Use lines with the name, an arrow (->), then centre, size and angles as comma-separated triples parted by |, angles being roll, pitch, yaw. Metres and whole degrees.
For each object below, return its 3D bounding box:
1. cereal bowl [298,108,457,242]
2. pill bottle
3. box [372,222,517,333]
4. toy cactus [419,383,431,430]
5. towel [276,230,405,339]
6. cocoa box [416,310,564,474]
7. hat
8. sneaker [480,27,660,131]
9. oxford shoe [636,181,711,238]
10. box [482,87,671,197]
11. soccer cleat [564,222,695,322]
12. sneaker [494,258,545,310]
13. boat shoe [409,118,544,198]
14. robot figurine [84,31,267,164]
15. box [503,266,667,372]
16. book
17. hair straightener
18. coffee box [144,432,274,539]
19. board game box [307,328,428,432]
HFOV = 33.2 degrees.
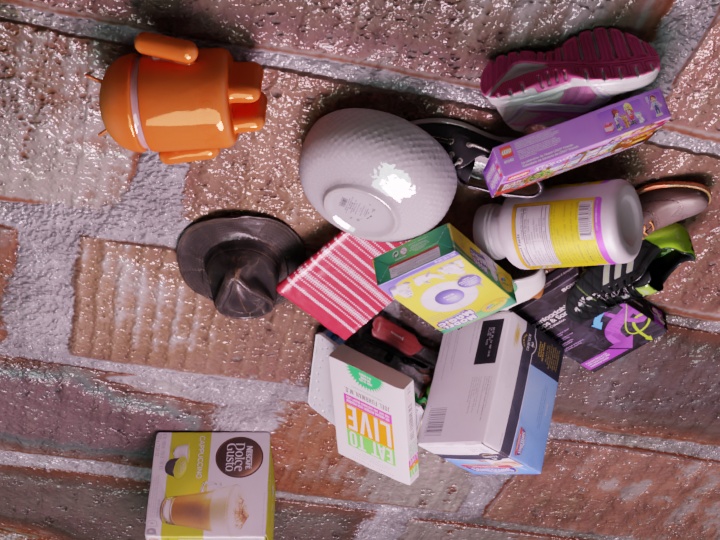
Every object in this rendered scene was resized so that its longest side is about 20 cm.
cereal bowl -> 0.013, -0.099, 1.463 | 0.200, 0.083, 0.200 | 15, 148, 10
pill bottle -> 0.246, -0.055, 1.519 | 0.200, 0.104, 0.104 | -3, 145, 35
box -> 0.116, 0.019, 1.546 | 0.117, 0.048, 0.200 | -25, 147, 24
toy cactus -> 0.110, 0.228, 1.908 | 0.199, 0.103, 0.165 | 1, 153, -10
towel -> 0.000, 0.000, 1.637 | 0.200, 0.023, 0.145 | -40, 127, 16
cocoa box -> 0.190, 0.179, 1.727 | 0.131, 0.200, 0.133 | 32, 153, -35
hat -> -0.164, 0.015, 1.649 | 0.200, 0.081, 0.201 | 1, 141, 1
sneaker -> 0.243, -0.212, 1.376 | 0.200, 0.082, 0.088 | -7, 145, 19
oxford shoe -> 0.357, -0.057, 1.558 | 0.200, 0.073, 0.071 | -18, 137, 21
box -> 0.244, -0.144, 1.388 | 0.200, 0.039, 0.137 | -20, 173, -1
soccer cleat -> 0.356, 0.012, 1.609 | 0.067, 0.081, 0.200 | 34, 117, -31
sneaker -> 0.159, 0.034, 1.674 | 0.199, 0.073, 0.085 | -8, 142, 12
boat shoe -> 0.133, -0.132, 1.480 | 0.200, 0.060, 0.074 | 13, 139, -14
robot figurine -> -0.208, -0.195, 1.369 | 0.199, 0.117, 0.144 | -3, 168, 4
box -> 0.325, 0.068, 1.742 | 0.200, 0.036, 0.143 | 30, 132, -28
book -> 0.024, 0.212, 1.765 | 0.133, 0.048, 0.200 | 23, 137, 32
hair straightener -> 0.072, 0.119, 1.820 | 0.200, 0.041, 0.077 | 24, 157, -34
coffee box -> -0.246, 0.407, 2.038 | 0.197, 0.200, 0.200 | 0, 140, -1
board game box -> 0.009, 0.200, 1.830 | 0.200, 0.026, 0.200 | 35, 145, 19
